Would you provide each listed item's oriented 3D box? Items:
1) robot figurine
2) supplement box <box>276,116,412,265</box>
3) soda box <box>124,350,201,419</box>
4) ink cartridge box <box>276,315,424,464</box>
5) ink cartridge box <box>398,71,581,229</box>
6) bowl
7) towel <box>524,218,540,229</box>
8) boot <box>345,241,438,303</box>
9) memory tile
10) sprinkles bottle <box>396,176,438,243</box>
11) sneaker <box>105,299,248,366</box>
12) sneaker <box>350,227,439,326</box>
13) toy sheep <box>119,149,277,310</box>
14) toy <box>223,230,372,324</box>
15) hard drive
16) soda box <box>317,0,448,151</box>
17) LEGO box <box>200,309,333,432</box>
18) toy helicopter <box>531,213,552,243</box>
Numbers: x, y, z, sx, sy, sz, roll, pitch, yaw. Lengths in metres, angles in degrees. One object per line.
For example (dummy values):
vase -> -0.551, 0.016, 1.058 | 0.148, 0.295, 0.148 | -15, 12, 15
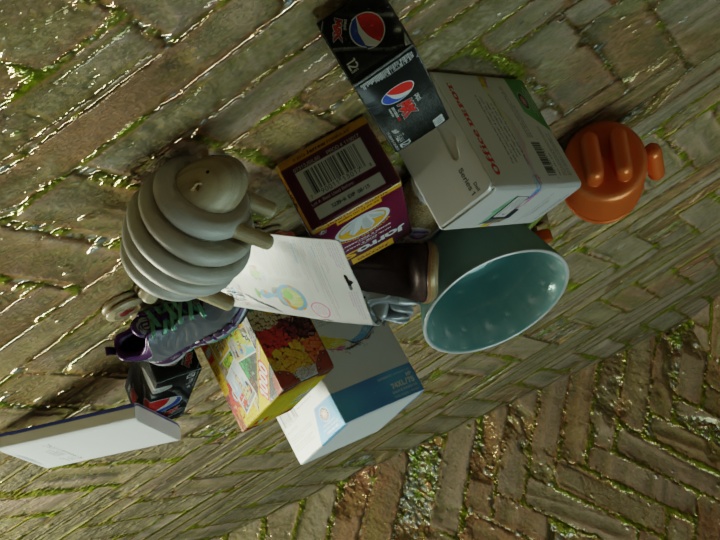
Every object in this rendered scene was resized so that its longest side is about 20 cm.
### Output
robot figurine -> 0.332, -0.130, 1.989 | 0.144, 0.117, 0.200 | -46, 166, -6
supplement box -> -0.014, -0.077, 1.593 | 0.110, 0.086, 0.200 | -28, 166, -1
soda box -> -0.257, 0.139, 1.891 | 0.063, 0.071, 0.200 | -17, 162, -20
ink cartridge box -> -0.044, 0.127, 1.990 | 0.145, 0.201, 0.147 | -19, 163, -38
ink cartridge box -> 0.131, -0.128, 1.570 | 0.084, 0.146, 0.199 | -37, 163, 31
bowl -> 0.151, 0.002, 1.829 | 0.199, 0.106, 0.202 | -18, 147, -12
towel -> 0.176, -0.063, 1.958 | 0.200, 0.023, 0.144 | -37, -155, 34
boot -> 0.000, 0.000, 1.729 | 0.164, 0.073, 0.200 | 1, -179, -12
memory tile -> -0.189, 0.005, 1.679 | 0.199, 0.017, 0.153 | -35, 164, 19
sprinkles bottle -> 0.069, -0.072, 1.797 | 0.068, 0.069, 0.200 | -21, 164, -27
sneaker -> -0.205, 0.057, 1.655 | 0.087, 0.075, 0.200 | -3, 152, -48
sneaker -> 0.066, 0.000, 1.936 | 0.199, 0.116, 0.075 | -21, 164, -28
toy sheep -> -0.161, -0.032, 1.382 | 0.137, 0.138, 0.201 | -12, 145, -47
toy -> -0.080, -0.007, 1.540 | 0.198, 0.116, 0.047 | 3, -136, 31
hard drive -> -0.353, 0.217, 1.910 | 0.198, 0.026, 0.132 | -14, 158, 16
soda box -> 0.024, -0.178, 1.319 | 0.063, 0.071, 0.200 | -31, 164, 4
LEGO box -> -0.123, 0.097, 1.815 | 0.077, 0.150, 0.200 | -23, 168, -25
toy helicopter -> 0.174, -0.049, 2.104 | 0.198, 0.080, 0.132 | -16, 173, -6
